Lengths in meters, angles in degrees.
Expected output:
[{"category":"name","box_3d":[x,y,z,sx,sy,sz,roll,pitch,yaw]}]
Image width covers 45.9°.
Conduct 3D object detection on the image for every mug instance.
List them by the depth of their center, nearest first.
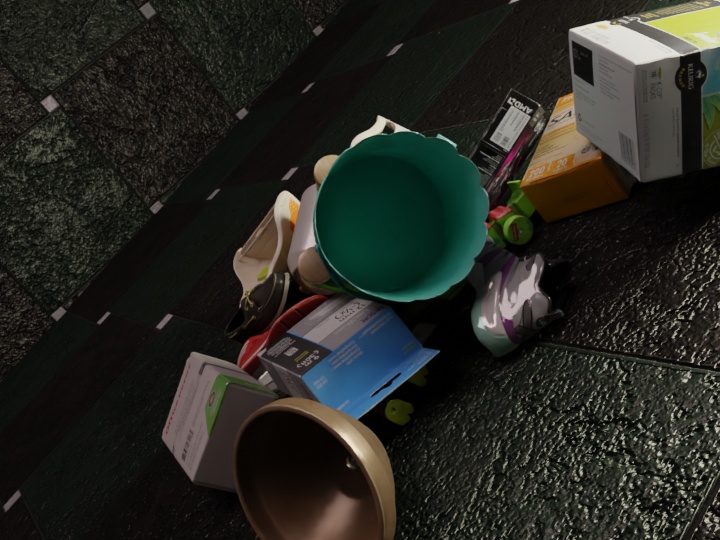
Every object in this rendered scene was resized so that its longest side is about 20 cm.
[{"category":"mug","box_3d":[-0.048,-0.032,1.443,0.149,0.187,0.153,6,54,19]}]

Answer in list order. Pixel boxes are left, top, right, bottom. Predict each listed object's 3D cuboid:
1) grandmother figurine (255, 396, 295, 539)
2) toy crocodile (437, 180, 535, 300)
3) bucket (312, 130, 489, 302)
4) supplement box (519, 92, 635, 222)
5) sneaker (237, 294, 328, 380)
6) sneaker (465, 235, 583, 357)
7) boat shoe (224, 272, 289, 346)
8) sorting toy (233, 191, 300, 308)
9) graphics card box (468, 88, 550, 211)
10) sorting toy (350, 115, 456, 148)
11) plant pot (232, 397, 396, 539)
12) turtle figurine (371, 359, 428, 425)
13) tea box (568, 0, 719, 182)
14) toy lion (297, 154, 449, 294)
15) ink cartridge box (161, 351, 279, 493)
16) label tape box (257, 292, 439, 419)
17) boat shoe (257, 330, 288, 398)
[{"category":"grandmother figurine","box_3d":[-0.086,0.240,1.050,0.200,0.061,0.121,-80,14,-45]},{"category":"toy crocodile","box_3d":[0.166,-0.038,1.143,0.200,0.062,0.068,-45,18,-3]},{"category":"bucket","box_3d":[0.038,-0.059,1.007,0.207,0.207,0.135,-46,6,-7]},{"category":"supplement box","box_3d":[0.306,-0.168,1.130,0.126,0.074,0.200,-18,33,44]},{"category":"sneaker","box_3d":[-0.134,0.102,1.380,0.200,0.078,0.116,-42,24,-1]},{"category":"sneaker","box_3d":[0.197,0.001,1.013,0.140,0.078,0.200,-30,40,22]},{"category":"boat shoe","box_3d":[-0.175,0.066,1.437,0.201,0.061,0.072,125,155,-46]},{"category":"sorting toy","box_3d":[-0.165,-0.008,1.552,0.200,0.107,0.180,-46,19,44]},{"category":"graphics card box","box_3d":[0.183,-0.144,1.175,0.200,0.051,0.125,-60,-17,10]},{"category":"sorting toy","box_3d":[0.079,-0.163,1.293,0.107,0.180,0.200,-57,-2,41]},{"category":"plant pot","box_3d":[-0.033,0.221,0.901,0.201,0.201,0.093,-23,-1,40]},{"category":"turtle figurine","box_3d":[0.014,0.138,1.083,0.161,0.064,0.200,-6,43,56]},{"category":"tea box","box_3d":[0.360,-0.208,0.940,0.197,0.134,0.200,-13,26,0]},{"category":"toy lion","box_3d":[0.027,-0.063,1.108,0.069,0.191,0.200,89,-170,-77]},{"category":"ink cartridge box","box_3d":[-0.208,0.214,1.227,0.200,0.084,0.146,16,87,64]},{"category":"label tape box","box_3d":[-0.020,0.101,1.033,0.143,0.066,0.200,-37,20,-21]},{"category":"boat shoe","box_3d":[-0.091,0.120,1.286,0.200,0.068,0.075,-40,22,9]}]
